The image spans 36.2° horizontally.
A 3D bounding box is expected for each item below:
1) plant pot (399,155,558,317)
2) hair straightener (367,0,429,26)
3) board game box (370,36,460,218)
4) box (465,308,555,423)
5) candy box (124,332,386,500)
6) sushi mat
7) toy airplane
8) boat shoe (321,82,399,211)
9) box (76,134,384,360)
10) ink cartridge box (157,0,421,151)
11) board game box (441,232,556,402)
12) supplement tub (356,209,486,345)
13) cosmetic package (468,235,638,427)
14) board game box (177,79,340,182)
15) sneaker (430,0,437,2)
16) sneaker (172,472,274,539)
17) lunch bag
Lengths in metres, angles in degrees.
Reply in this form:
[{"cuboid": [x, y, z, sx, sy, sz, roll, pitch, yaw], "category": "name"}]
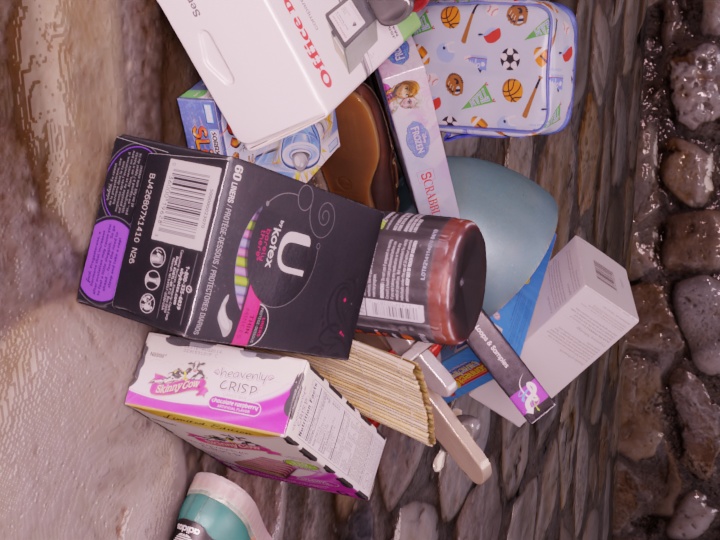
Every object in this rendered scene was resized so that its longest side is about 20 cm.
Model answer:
[{"cuboid": [0.101, -0.050, 1.227, 0.135, 0.200, 0.201, 39, 51, -20], "category": "plant pot"}, {"cuboid": [-0.016, -0.273, 0.816, 0.201, 0.041, 0.077, 62, 33, -15], "category": "hair straightener"}, {"cuboid": [0.038, -0.173, 1.067, 0.200, 0.041, 0.200, 70, 3, -46], "category": "board game box"}, {"cuboid": [0.110, 0.050, 1.088, 0.200, 0.036, 0.143, 51, 3, -4], "category": "box"}, {"cuboid": [-0.075, 0.120, 0.870, 0.200, 0.136, 0.061, 53, 49, -59], "category": "candy box"}, {"cuboid": [-0.025, 0.080, 0.904, 0.012, 0.199, 0.096, -44, 137, -33], "category": "sushi mat"}, {"cuboid": [0.036, 0.095, 1.054, 0.141, 0.198, 0.201, -30, 121, -49], "category": "toy airplane"}, {"cuboid": [0.001, -0.105, 1.085, 0.070, 0.070, 0.201, -53, 152, -39], "category": "boat shoe"}, {"cuboid": [-0.085, -0.011, 0.792, 0.200, 0.106, 0.123, 14, 91, -58], "category": "box"}, {"cuboid": [-0.049, -0.205, 0.851, 0.146, 0.084, 0.200, 60, 35, -18], "category": "ink cartridge box"}, {"cuboid": [0.129, 0.053, 1.300, 0.196, 0.056, 0.200, -38, -157, 52], "category": "board game box"}, {"cuboid": [0.000, 0.000, 0.935, 0.107, 0.199, 0.107, 7, 90, -67], "category": "supplement tub"}, {"cuboid": [0.214, 0.071, 1.267, 0.200, 0.085, 0.108, -48, -160, 30], "category": "cosmetic package"}, {"cuboid": [-0.078, -0.123, 0.926, 0.200, 0.034, 0.136, -55, 145, -49], "category": "board game box"}, {"cuboid": [0.075, -0.318, 1.113, 0.200, 0.074, 0.085, -32, 124, -49], "category": "sneaker"}, {"cuboid": [-0.108, 0.254, 0.925, 0.080, 0.071, 0.200, -62, 145, -33], "category": "sneaker"}, {"cuboid": [0.141, -0.224, 1.235, 0.075, 0.199, 0.161, -18, 113, -51], "category": "lunch bag"}]
